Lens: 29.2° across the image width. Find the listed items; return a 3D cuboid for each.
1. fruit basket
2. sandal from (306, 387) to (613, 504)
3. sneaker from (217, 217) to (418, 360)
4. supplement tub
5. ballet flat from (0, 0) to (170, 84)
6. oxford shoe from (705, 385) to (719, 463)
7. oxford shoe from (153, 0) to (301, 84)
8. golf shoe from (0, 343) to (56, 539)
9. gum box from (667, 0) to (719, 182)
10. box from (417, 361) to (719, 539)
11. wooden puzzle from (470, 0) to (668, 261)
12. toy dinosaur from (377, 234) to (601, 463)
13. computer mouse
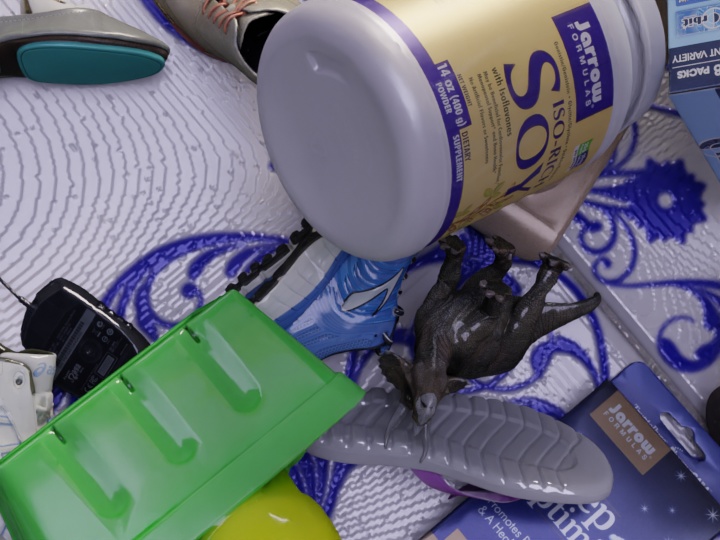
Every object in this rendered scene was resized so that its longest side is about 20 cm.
[{"bbox_3d":[-0.078,0.138,0.752,0.215,0.155,0.217,3,80,-19],"label":"fruit basket"},{"bbox_3d":[0.057,0.115,0.864,0.202,0.083,0.050,12,122,12],"label":"sandal"},{"bbox_3d":[0.000,0.000,0.872,0.200,0.079,0.089,-41,114,2],"label":"sneaker"},{"bbox_3d":[0.059,-0.104,0.770,0.200,0.145,0.146,-26,87,-31],"label":"supplement tub"},{"bbox_3d":[-0.221,-0.148,0.860,0.199,0.067,0.064,-8,77,-10],"label":"ballet flat"},{"bbox_3d":[0.307,0.146,0.913,0.200,0.071,0.071,49,48,3],"label":"oxford shoe"},{"bbox_3d":[-0.069,-0.159,0.863,0.200,0.074,0.071,37,90,17],"label":"oxford shoe"},{"bbox_3d":[-0.209,0.095,0.816,0.097,0.078,0.200,-39,90,-2],"label":"golf shoe"},{"bbox_3d":[0.232,-0.165,0.865,0.044,0.170,0.201,-7,68,25],"label":"gum box"},{"bbox_3d":[0.148,0.158,0.882,0.200,0.032,0.121,-38,78,-13],"label":"box"},{"bbox_3d":[0.093,-0.134,0.920,0.185,0.046,0.200,33,83,-3],"label":"wooden puzzle"},{"bbox_3d":[0.076,0.034,0.871,0.077,0.200,0.103,37,121,24],"label":"toy dinosaur"},{"bbox_3d":[-0.211,0.015,0.860,0.200,0.034,0.059,37,99,2],"label":"computer mouse"}]
